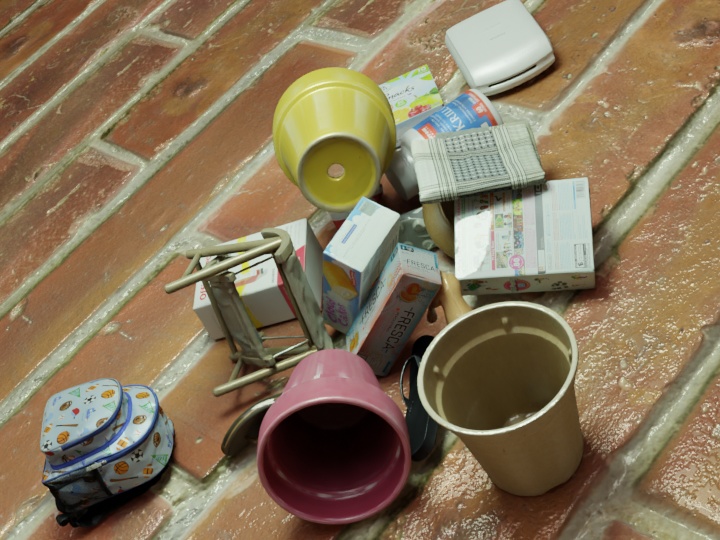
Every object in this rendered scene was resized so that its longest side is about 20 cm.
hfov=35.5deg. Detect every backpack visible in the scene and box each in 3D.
[{"bbox_3d":[-0.376,0.250,1.671,0.188,0.155,0.201,-15,38,-1],"label":"backpack"}]

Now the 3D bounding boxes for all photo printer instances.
[{"bbox_3d":[0.254,-0.401,2.044,0.165,0.070,0.201,-24,40,5],"label":"photo printer"}]

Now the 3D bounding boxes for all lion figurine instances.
[{"bbox_3d":[0.139,0.064,1.558,0.072,0.123,0.201,-35,73,-13],"label":"lion figurine"}]

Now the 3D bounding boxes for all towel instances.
[{"bbox_3d":[0.174,-0.170,1.693,0.190,0.035,0.201,-10,31,5],"label":"towel"}]

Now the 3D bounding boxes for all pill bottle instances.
[{"bbox_3d":[0.136,-0.205,1.875,0.199,0.113,0.112,-35,41,-8],"label":"pill bottle"}]

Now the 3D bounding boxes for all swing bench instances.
[{"bbox_3d":[-0.152,0.057,1.677,0.198,0.201,0.130,-14,23,15],"label":"swing bench"}]

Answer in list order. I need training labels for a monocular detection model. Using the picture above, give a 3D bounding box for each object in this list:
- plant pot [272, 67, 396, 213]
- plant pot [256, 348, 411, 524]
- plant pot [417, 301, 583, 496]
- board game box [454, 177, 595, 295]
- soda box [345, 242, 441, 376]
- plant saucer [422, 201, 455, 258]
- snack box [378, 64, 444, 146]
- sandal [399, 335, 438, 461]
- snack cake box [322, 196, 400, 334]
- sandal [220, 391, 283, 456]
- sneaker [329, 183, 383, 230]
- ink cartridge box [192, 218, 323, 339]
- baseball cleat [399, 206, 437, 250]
[{"bbox_3d":[-0.039,-0.188,1.738,0.199,0.202,0.189,-21,27,8],"label":"plant pot"},{"bbox_3d":[-0.036,0.205,1.502,0.198,0.201,0.179,-21,25,8],"label":"plant pot"},{"bbox_3d":[0.192,0.175,1.394,0.198,0.184,0.202,-15,42,14],"label":"plant pot"},{"bbox_3d":[0.237,-0.047,1.634,0.197,0.064,0.149,-3,66,12],"label":"board game box"},{"bbox_3d":[0.044,0.059,1.598,0.063,0.201,0.069,15,40,-18],"label":"soda box"},{"bbox_3d":[0.191,-0.108,1.728,0.198,0.035,0.203,-4,68,9],"label":"plant saucer"},{"bbox_3d":[0.052,-0.283,2.048,0.198,0.053,0.143,-23,39,6],"label":"snack box"},{"bbox_3d":[0.082,0.165,1.550,0.076,0.043,0.202,-43,28,39],"label":"sandal"},{"bbox_3d":[0.000,0.000,1.667,0.067,0.201,0.115,26,60,14],"label":"snack cake box"},{"bbox_3d":[-0.111,0.214,1.623,0.198,0.082,0.055,-27,62,-10],"label":"sandal"},{"bbox_3d":[0.004,-0.075,1.861,0.070,0.114,0.200,-13,12,20],"label":"sneaker"},{"bbox_3d":[-0.166,0.015,1.837,0.198,0.084,0.146,-16,42,14],"label":"ink cartridge box"},{"bbox_3d":[0.130,-0.087,1.802,0.197,0.070,0.107,-8,37,8],"label":"baseball cleat"}]
